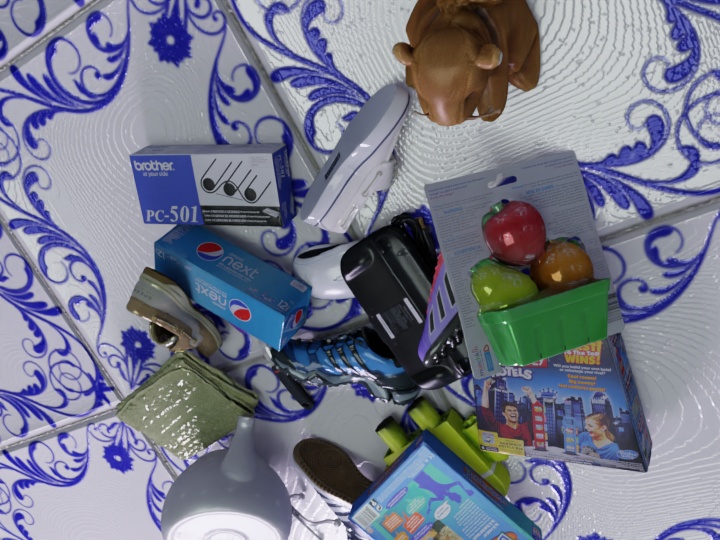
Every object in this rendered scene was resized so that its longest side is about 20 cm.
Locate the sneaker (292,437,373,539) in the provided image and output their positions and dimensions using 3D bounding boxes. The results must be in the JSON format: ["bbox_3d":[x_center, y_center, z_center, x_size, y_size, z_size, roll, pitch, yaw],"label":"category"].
[{"bbox_3d":[-0.021,0.328,1.149,0.200,0.070,0.109,33,137,15],"label":"sneaker"}]

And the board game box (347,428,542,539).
[{"bbox_3d":[0.108,0.325,1.040,0.200,0.045,0.152,42,106,-1],"label":"board game box"}]

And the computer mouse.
[{"bbox_3d":[0.000,0.000,0.987,0.200,0.044,0.110,-13,111,26],"label":"computer mouse"}]

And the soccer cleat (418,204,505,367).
[{"bbox_3d":[0.108,0.011,0.891,0.073,0.068,0.200,29,82,17],"label":"soccer cleat"}]

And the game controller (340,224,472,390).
[{"bbox_3d":[0.058,0.047,0.944,0.104,0.042,0.200,-31,94,40],"label":"game controller"}]

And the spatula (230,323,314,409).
[{"bbox_3d":[-0.123,0.114,1.108,0.056,0.021,0.200,-26,105,28],"label":"spatula"}]

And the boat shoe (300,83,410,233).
[{"bbox_3d":[0.008,-0.119,0.918,0.070,0.071,0.200,23,122,-23],"label":"boat shoe"}]

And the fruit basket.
[{"bbox_3d":[0.167,-0.009,0.832,0.094,0.185,0.200,147,106,-69],"label":"fruit basket"}]

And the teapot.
[{"bbox_3d":[-0.190,0.328,1.172,0.200,0.146,0.197,-24,129,17],"label":"teapot"}]

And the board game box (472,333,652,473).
[{"bbox_3d":[0.235,0.124,0.947,0.200,0.062,0.200,3,113,24],"label":"board game box"}]

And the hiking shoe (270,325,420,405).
[{"bbox_3d":[-0.015,0.104,1.038,0.200,0.074,0.087,12,112,4],"label":"hiking shoe"}]

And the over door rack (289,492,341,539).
[{"bbox_3d":[-0.064,0.448,1.219,0.200,0.067,0.148,47,125,19],"label":"over door rack"}]

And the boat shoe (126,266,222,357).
[{"bbox_3d":[-0.244,0.069,1.054,0.074,0.066,0.200,24,159,29],"label":"boat shoe"}]

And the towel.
[{"bbox_3d":[-0.253,0.198,1.179,0.148,0.037,0.200,40,124,-18],"label":"towel"}]

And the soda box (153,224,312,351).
[{"bbox_3d":[-0.164,0.016,1.026,0.200,0.064,0.068,29,136,16],"label":"soda box"}]

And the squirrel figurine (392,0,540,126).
[{"bbox_3d":[0.092,-0.229,0.747,0.141,0.187,0.200,13,120,15],"label":"squirrel figurine"}]

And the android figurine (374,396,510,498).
[{"bbox_3d":[0.116,0.261,1.077,0.200,0.041,0.182,46,122,-5],"label":"android figurine"}]

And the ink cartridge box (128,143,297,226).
[{"bbox_3d":[-0.182,-0.105,1.004,0.200,0.044,0.094,3,115,20],"label":"ink cartridge box"}]
